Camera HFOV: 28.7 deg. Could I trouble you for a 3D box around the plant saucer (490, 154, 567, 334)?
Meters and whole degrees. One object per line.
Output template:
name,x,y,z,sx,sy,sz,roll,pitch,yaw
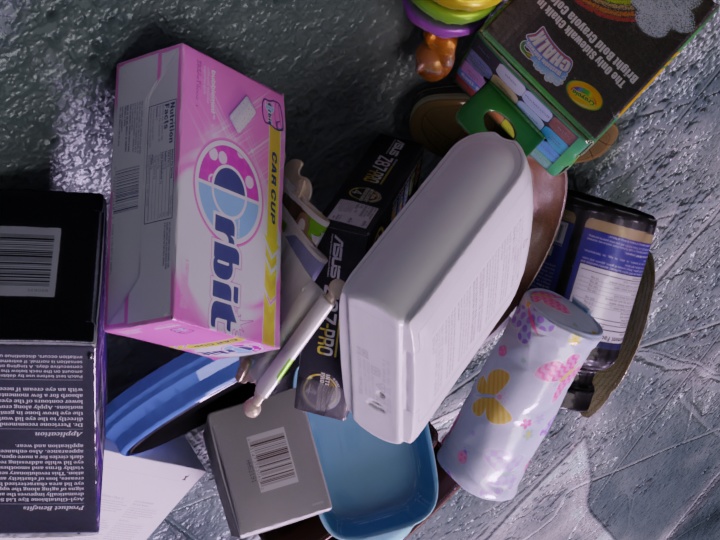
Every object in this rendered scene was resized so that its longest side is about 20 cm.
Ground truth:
plant saucer,0.108,-0.019,1.214,0.200,0.034,0.202,-40,147,-32

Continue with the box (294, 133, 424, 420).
box,0.000,0.000,1.128,0.200,0.048,0.163,-59,161,-63

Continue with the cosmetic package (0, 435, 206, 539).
cosmetic package,-0.249,0.194,1.199,0.151,0.052,0.199,-46,146,14

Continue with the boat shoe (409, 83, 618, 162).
boat shoe,0.127,-0.135,1.219,0.197,0.065,0.074,5,137,-26

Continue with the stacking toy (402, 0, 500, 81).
stacking toy,0.072,-0.218,1.059,0.116,0.109,0.201,-40,160,-30

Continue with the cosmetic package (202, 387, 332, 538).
cosmetic package,-0.084,0.169,1.210,0.089,0.108,0.200,-15,170,-13

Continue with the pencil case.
pencil case,0.149,0.117,1.307,0.090,0.083,0.202,5,118,-44

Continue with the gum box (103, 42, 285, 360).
gum box,-0.112,-0.050,0.975,0.065,0.203,0.113,-9,163,34

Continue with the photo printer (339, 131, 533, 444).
photo printer,0.062,0.006,1.036,0.201,0.069,0.167,-51,155,-31

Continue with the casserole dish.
casserole dish,0.002,0.152,1.298,0.119,0.039,0.203,-13,95,-12

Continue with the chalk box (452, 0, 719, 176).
chalk box,0.159,-0.164,1.107,0.200,0.125,0.124,-45,178,-9

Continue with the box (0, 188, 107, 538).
box,-0.230,0.067,0.980,0.103,0.149,0.202,1,134,-8

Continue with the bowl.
bowl,-0.119,0.091,1.151,0.199,0.040,0.201,-30,173,-4

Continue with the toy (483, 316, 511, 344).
toy,0.055,0.024,1.330,0.115,0.047,0.200,-39,140,2

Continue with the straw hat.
straw hat,0.234,0.050,1.495,0.084,0.202,0.203,18,122,-6

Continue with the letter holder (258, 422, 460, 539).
letter holder,-0.015,0.202,1.362,0.199,0.142,0.101,-37,145,-7

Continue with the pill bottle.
pill bottle,0.212,0.029,1.381,0.111,0.111,0.203,7,101,-48

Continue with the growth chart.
growth chart,-0.075,-0.014,1.037,0.018,0.201,0.145,17,124,-42
